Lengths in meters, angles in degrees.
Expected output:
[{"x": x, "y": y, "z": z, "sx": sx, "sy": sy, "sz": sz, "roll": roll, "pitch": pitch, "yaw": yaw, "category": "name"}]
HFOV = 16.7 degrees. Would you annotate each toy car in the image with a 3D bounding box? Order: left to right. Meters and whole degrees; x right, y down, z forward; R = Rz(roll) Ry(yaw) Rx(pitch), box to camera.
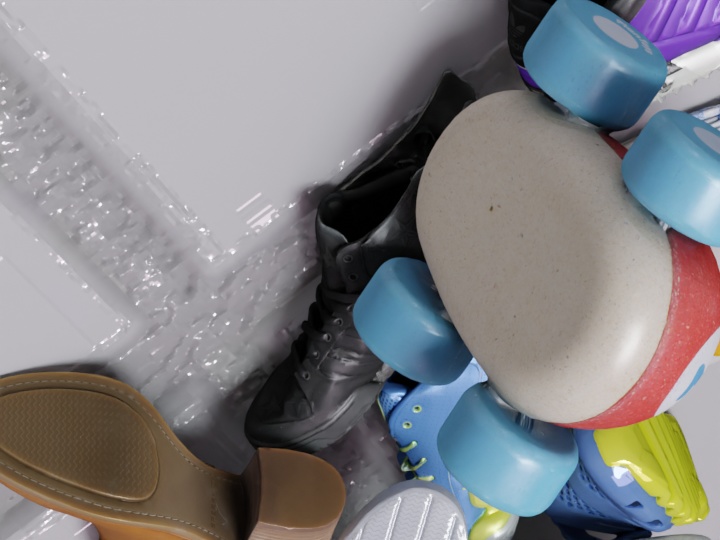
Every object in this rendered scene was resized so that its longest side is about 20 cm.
[{"x": 0.137, "y": 0.006, "z": 1.126, "sx": 0.199, "sy": 0.177, "sz": 0.185, "roll": 15, "pitch": 118, "yaw": -38, "category": "toy car"}]

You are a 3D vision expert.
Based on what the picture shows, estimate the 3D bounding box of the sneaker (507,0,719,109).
[{"x": 0.155, "y": -0.148, "z": 1.142, "sx": 0.199, "sy": 0.070, "sz": 0.100, "roll": -31, "pitch": 132, "yaw": -2, "category": "sneaker"}]

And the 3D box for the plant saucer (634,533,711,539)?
[{"x": 0.104, "y": 0.197, "z": 1.346, "sx": 0.199, "sy": 0.051, "sz": 0.200, "roll": -14, "pitch": 164, "yaw": -4, "category": "plant saucer"}]

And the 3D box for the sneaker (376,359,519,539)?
[{"x": 0.043, "y": 0.086, "z": 1.290, "sx": 0.104, "sy": 0.076, "sz": 0.201, "roll": 16, "pitch": 120, "yaw": -15, "category": "sneaker"}]

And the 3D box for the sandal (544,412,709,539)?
[{"x": 0.135, "y": 0.114, "z": 1.311, "sx": 0.087, "sy": 0.080, "sz": 0.200, "roll": -20, "pitch": 162, "yaw": 8, "category": "sandal"}]

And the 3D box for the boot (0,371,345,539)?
[{"x": -0.116, "y": 0.130, "z": 1.235, "sx": 0.199, "sy": 0.074, "sz": 0.155, "roll": 19, "pitch": 145, "yaw": -9, "category": "boot"}]

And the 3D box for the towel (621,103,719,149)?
[{"x": 0.196, "y": -0.031, "z": 1.293, "sx": 0.199, "sy": 0.024, "sz": 0.147, "roll": -23, "pitch": 134, "yaw": -9, "category": "towel"}]

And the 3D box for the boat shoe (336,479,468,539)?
[{"x": 0.002, "y": 0.192, "z": 1.257, "sx": 0.072, "sy": 0.071, "sz": 0.201, "roll": 22, "pitch": 106, "yaw": 2, "category": "boat shoe"}]

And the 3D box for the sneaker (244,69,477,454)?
[{"x": 0.001, "y": 0.002, "z": 1.197, "sx": 0.199, "sy": 0.060, "sz": 0.104, "roll": -38, "pitch": 127, "yaw": 9, "category": "sneaker"}]
